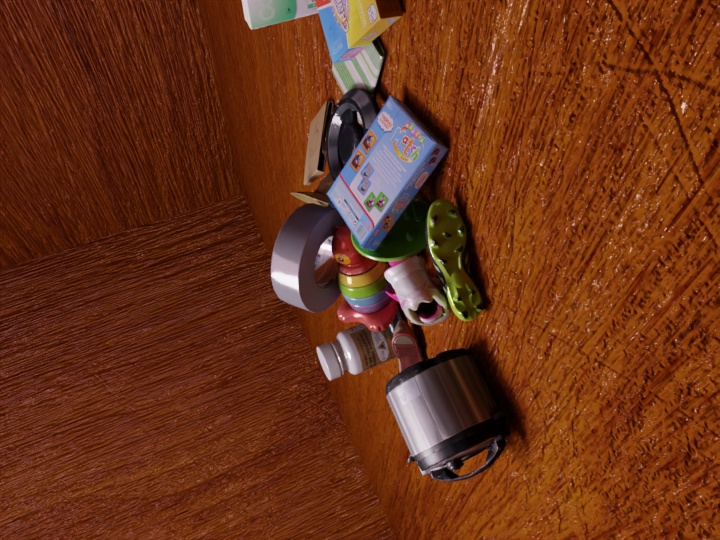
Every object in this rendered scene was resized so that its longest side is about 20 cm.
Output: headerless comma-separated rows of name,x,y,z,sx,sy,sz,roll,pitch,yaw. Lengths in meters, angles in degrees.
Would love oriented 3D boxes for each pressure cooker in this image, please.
pressure cooker,0.151,0.258,0.976,0.176,0.178,0.201,106,143,-61

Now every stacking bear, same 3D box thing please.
stacking bear,0.000,0.000,1.077,0.121,0.114,0.201,13,138,34

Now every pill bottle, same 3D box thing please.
pill bottle,-0.002,0.194,1.405,0.114,0.199,0.115,159,90,-75

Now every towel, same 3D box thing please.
towel,-0.006,-0.378,1.028,0.200,0.023,0.153,112,135,-67

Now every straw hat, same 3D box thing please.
straw hat,-0.061,-0.187,1.336,0.086,0.200,0.201,-70,19,1

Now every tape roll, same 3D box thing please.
tape roll,-0.086,-0.025,1.081,0.066,0.200,0.201,17,136,26

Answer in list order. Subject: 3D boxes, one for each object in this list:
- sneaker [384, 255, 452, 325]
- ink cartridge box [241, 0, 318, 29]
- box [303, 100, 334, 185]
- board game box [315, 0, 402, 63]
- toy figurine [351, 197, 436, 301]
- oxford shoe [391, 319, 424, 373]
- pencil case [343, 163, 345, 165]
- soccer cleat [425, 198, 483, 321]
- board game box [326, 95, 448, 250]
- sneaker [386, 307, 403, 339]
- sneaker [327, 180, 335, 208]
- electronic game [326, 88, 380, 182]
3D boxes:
sneaker,0.107,0.056,0.939,0.200,0.081,0.089,37,-154,-55
ink cartridge box,-0.146,-0.558,1.020,0.050,0.160,0.201,57,161,34
box,-0.104,-0.299,1.350,0.200,0.021,0.165,180,98,-74
board game box,-0.014,-0.436,0.887,0.200,0.040,0.154,1,109,67
toy figurine,0.074,-0.032,1.022,0.185,0.149,0.201,72,-170,-46
oxford shoe,0.119,0.202,1.286,0.075,0.070,0.201,-83,-17,-58
pencil case,0.010,-0.156,1.130,0.094,0.090,0.201,102,147,-73
soccer cleat,0.140,-0.016,0.886,0.081,0.067,0.201,-134,25,-75
board game box,0.035,-0.156,0.905,0.200,0.036,0.152,-54,46,25
sneaker,0.041,0.084,1.341,0.073,0.081,0.201,108,140,-68
sneaker,-0.069,-0.100,1.204,0.075,0.084,0.202,-142,53,-83
electronic game,-0.012,-0.232,1.042,0.200,0.041,0.202,15,107,61
